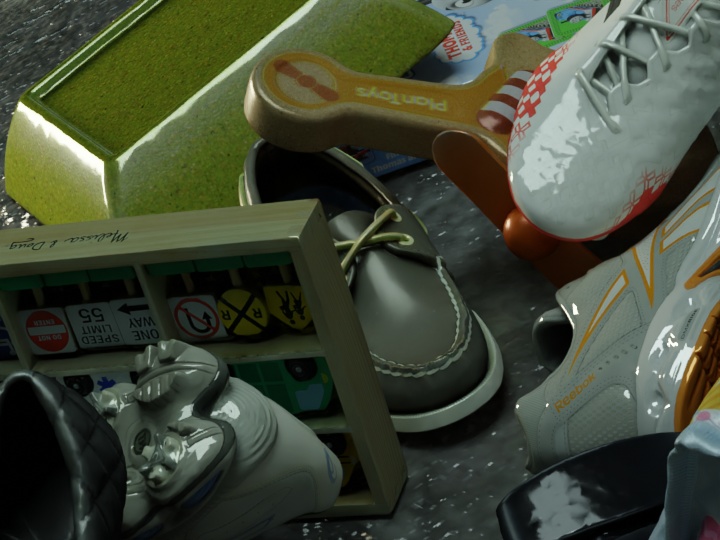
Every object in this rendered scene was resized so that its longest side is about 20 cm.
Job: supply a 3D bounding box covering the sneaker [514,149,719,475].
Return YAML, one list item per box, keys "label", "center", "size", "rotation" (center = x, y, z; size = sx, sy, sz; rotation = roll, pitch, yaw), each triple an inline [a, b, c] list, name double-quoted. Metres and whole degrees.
- label: "sneaker"
  center: [0.114, 0.006, 0.873]
  size: [0.091, 0.076, 0.200]
  rotation: [-6, 31, 31]

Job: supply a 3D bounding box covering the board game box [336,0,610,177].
- label: "board game box"
  center: [0.053, -0.112, 1.139]
  size: [0.198, 0.037, 0.152]
  rotation: [-20, 30, 1]

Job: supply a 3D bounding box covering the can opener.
- label: "can opener"
  center: [0.039, 0.123, 0.726]
  size: [0.199, 0.064, 0.079]
  rotation: [-25, 47, -13]

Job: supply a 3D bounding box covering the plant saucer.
- label: "plant saucer"
  center: [-0.081, -0.094, 1.120]
  size: [0.200, 0.048, 0.199]
  rotation: [-41, 29, -10]

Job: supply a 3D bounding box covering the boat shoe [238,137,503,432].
- label: "boat shoe"
  center: [-0.003, 0.001, 0.957]
  size: [0.072, 0.061, 0.202]
  rotation: [-25, 30, -10]

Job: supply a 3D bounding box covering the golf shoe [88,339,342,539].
- label: "golf shoe"
  center: [-0.093, 0.099, 0.850]
  size: [0.199, 0.097, 0.079]
  rotation: [-25, 53, 38]

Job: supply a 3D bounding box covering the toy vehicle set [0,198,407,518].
- label: "toy vehicle set"
  center: [-0.091, 0.040, 0.879]
  size: [0.198, 0.125, 0.027]
  rotation: [-5, 31, 24]

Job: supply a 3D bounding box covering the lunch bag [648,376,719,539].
- label: "lunch bag"
  center: [0.196, 0.080, 0.644]
  size: [0.199, 0.128, 0.170]
  rotation: [30, 52, 18]

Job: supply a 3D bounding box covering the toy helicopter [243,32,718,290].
- label: "toy helicopter"
  center: [0.050, -0.050, 0.946]
  size: [0.198, 0.079, 0.133]
  rotation: [8, 47, -6]

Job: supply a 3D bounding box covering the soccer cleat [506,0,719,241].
- label: "soccer cleat"
  center: [0.121, -0.092, 0.892]
  size: [0.068, 0.085, 0.200]
  rotation: [38, 58, 7]

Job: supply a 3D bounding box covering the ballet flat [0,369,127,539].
- label: "ballet flat"
  center: [-0.108, 0.124, 0.697]
  size: [0.066, 0.057, 0.201]
  rotation: [-13, 52, 19]
